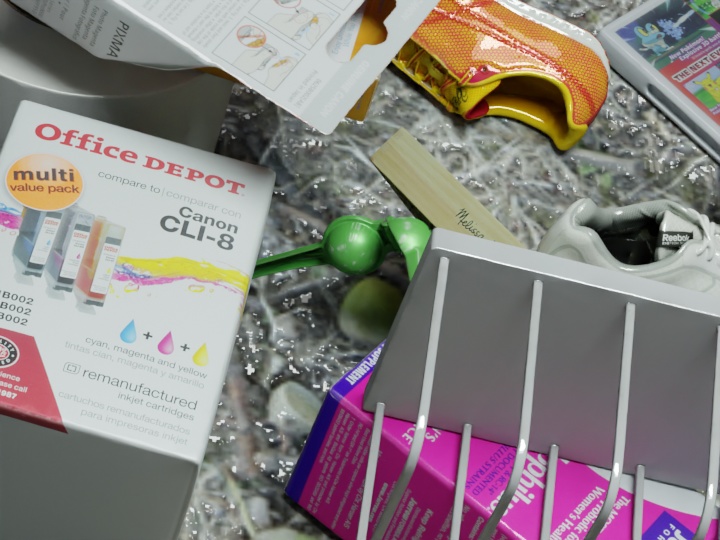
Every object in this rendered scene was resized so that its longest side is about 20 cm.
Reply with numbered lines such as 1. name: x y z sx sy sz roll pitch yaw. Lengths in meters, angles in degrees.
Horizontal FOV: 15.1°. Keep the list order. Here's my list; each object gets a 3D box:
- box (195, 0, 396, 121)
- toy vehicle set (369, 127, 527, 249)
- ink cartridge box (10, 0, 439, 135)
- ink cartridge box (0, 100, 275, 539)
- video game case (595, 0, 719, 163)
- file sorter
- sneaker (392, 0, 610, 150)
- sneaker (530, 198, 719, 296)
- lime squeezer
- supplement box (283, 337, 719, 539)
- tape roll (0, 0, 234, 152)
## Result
1. box: -0.076 -0.161 1.461 0.200 0.041 0.119 17 49 0
2. toy vehicle set: 0.090 0.015 1.468 0.027 0.124 0.200 -42 49 -1
3. ink cartridge box: -0.071 -0.155 1.409 0.200 0.057 0.163 36 50 2
4. ink cartridge box: -0.141 0.042 1.388 0.145 0.145 0.200 16 48 -4
5. video game case: 0.277 -0.130 1.739 0.200 0.023 0.182 -32 67 -34
6. file sorter: 0.108 0.090 1.298 0.200 0.139 0.125 13 52 -7
7. sneaker: 0.055 -0.138 1.646 0.200 0.073 0.077 22 59 5
8. sneaker: 0.195 0.001 1.569 0.200 0.081 0.075 4 49 -16
9. lime squeezer: 0.000 0.000 1.466 0.038 0.200 0.071 47 68 -33
10. supplement box: 0.076 0.123 1.418 0.200 0.103 0.101 38 50 12
11. tape roll: -0.168 -0.127 1.521 0.202 0.139 0.203 9 49 -11
